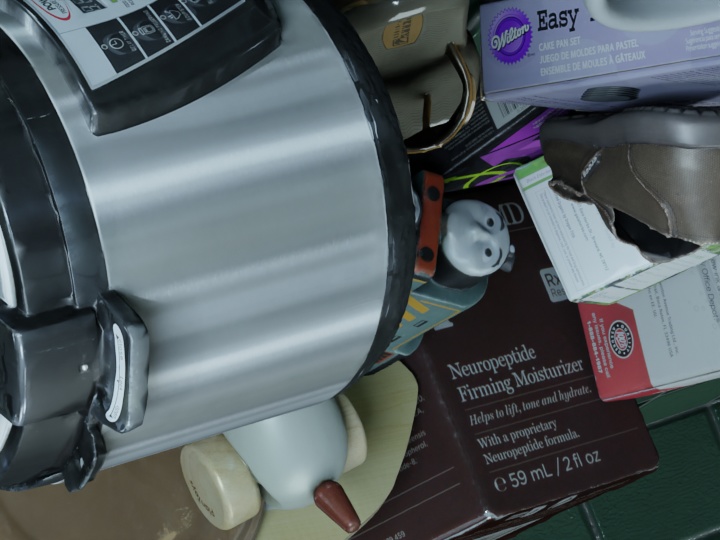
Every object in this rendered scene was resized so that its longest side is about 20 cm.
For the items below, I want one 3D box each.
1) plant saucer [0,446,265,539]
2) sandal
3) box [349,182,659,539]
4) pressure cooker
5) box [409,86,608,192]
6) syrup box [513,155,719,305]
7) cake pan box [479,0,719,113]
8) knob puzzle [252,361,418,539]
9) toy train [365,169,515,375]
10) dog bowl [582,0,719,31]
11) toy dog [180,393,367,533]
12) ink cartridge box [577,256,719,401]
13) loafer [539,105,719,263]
[{"bbox_3d":[-0.135,0.093,1.192,0.200,0.200,0.029,-15,172,-29],"label":"plant saucer"},{"bbox_3d":[0.025,-0.084,1.026,0.082,0.055,0.200,-20,169,-6],"label":"sandal"},{"bbox_3d":[0.048,0.072,1.439,0.166,0.200,0.164,-12,166,-43],"label":"box"},{"bbox_3d":[-0.101,-0.014,0.808,0.200,0.179,0.176,-15,170,-32],"label":"pressure cooker"},{"bbox_3d":[0.132,-0.093,1.235,0.200,0.036,0.143,-15,167,-36],"label":"box"},{"bbox_3d":[0.193,-0.057,1.221,0.200,0.082,0.079,-26,169,18],"label":"syrup box"},{"bbox_3d":[0.185,-0.105,1.056,0.184,0.052,0.200,-3,178,44],"label":"cake pan box"},{"bbox_3d":[-0.061,0.084,1.293,0.219,0.220,0.030,-15,153,-28],"label":"knob puzzle"},{"bbox_3d":[0.000,0.000,1.236,0.114,0.085,0.200,14,157,-22],"label":"toy train"},{"bbox_3d":[0.161,-0.165,0.828,0.200,0.079,0.200,-21,169,-4],"label":"dog bowl"},{"bbox_3d":[-0.038,0.057,1.137,0.132,0.096,0.200,-43,138,-13],"label":"toy dog"},{"bbox_3d":[0.223,-0.015,1.365,0.083,0.147,0.200,-7,172,-43],"label":"ink cartridge box"},{"bbox_3d":[0.130,-0.039,1.096,0.073,0.071,0.200,1,180,-7],"label":"loafer"}]
